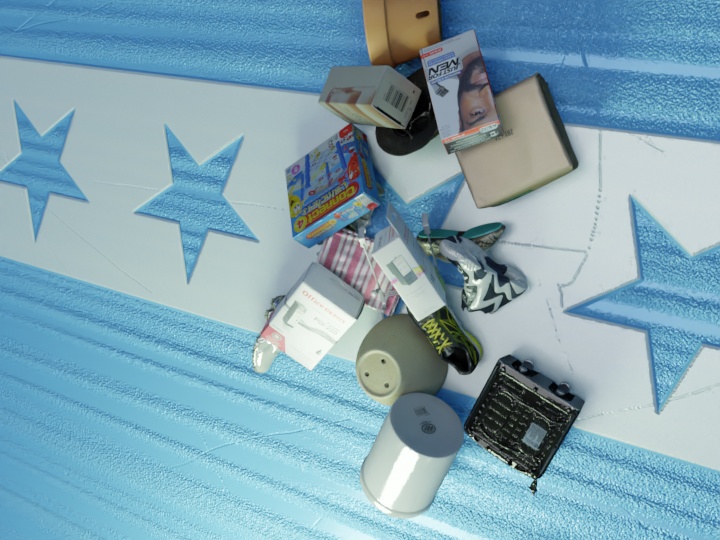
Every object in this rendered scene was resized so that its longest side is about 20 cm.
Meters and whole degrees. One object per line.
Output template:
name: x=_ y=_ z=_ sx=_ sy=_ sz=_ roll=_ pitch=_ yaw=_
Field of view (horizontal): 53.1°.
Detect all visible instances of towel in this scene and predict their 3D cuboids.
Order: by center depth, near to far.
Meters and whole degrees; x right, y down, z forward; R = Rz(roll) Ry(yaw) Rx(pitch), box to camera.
towel: x=0.000 y=0.000 z=1.547 sx=0.198 sy=0.030 sz=0.148 roll=21 pitch=108 yaw=3

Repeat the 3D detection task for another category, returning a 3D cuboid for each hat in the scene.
hat: x=0.126 y=-0.307 z=1.450 sx=0.199 sy=0.080 sz=0.203 roll=-20 pitch=60 yaw=39

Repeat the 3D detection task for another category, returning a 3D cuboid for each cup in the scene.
cup: x=0.068 y=0.200 z=1.507 sx=0.198 sy=0.143 sz=0.203 roll=3 pitch=97 yaw=26

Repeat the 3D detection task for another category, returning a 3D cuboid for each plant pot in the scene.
plant pot: x=0.087 y=-0.499 z=1.408 sx=0.138 sy=0.200 sz=0.203 roll=-4 pitch=94 yaw=11

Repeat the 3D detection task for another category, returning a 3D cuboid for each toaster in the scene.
toaster: x=0.316 y=0.288 z=1.402 sx=0.180 sy=0.118 sz=0.202 roll=31 pitch=108 yaw=22

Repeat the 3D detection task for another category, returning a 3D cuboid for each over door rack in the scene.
over door rack: x=0.086 y=-0.004 z=1.457 sx=0.146 sy=0.067 sz=0.202 roll=-11 pitch=123 yaw=11

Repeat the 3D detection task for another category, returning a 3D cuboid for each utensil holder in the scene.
utensil holder: x=0.104 y=0.373 z=1.457 sx=0.169 sy=0.170 sz=0.201 roll=36 pitch=131 yaw=19

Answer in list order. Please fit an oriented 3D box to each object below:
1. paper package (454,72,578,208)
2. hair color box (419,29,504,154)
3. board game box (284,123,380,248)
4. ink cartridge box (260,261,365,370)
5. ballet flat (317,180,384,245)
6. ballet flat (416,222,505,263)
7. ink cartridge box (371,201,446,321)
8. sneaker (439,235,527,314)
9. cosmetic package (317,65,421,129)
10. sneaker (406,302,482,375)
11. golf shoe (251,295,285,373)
paper package: x=0.289 y=-0.238 z=1.371 sx=0.198 sy=0.103 sz=0.193 roll=-23 pitch=84 yaw=26
hair color box: x=0.184 y=-0.328 z=1.323 sx=0.110 sy=0.064 sz=0.202 roll=-17 pitch=69 yaw=15
board game box: x=-0.065 y=-0.180 z=1.534 sx=0.199 sy=0.056 sz=0.198 roll=-30 pitch=51 yaw=26
ink cartridge box: x=-0.103 y=0.101 z=1.556 sx=0.145 sy=0.085 sz=0.200 roll=35 pitch=124 yaw=-8
ballet flat: x=-0.020 y=-0.114 z=1.566 sx=0.063 sy=0.068 sz=0.200 roll=36 pitch=115 yaw=-10
ballet flat: x=0.207 y=-0.053 z=1.461 sx=0.198 sy=0.068 sz=0.076 roll=-4 pitch=115 yaw=33
ink cartridge box: x=0.081 y=-0.020 z=1.359 sx=0.067 sy=0.117 sz=0.201 roll=-31 pitch=105 yaw=15
sneaker: x=0.215 y=0.023 z=1.419 sx=0.198 sy=0.080 sz=0.130 roll=24 pitch=124 yaw=-22
cosmetic package: x=0.015 y=-0.349 z=1.446 sx=0.199 sy=0.103 sz=0.088 roll=22 pitch=88 yaw=55
sneaker: x=0.170 y=0.128 z=1.450 sx=0.200 sy=0.085 sz=0.074 roll=42 pitch=116 yaw=-6
golf shoe: x=-0.188 y=0.161 z=1.674 sx=0.096 sy=0.078 sz=0.202 roll=25 pitch=107 yaw=16
